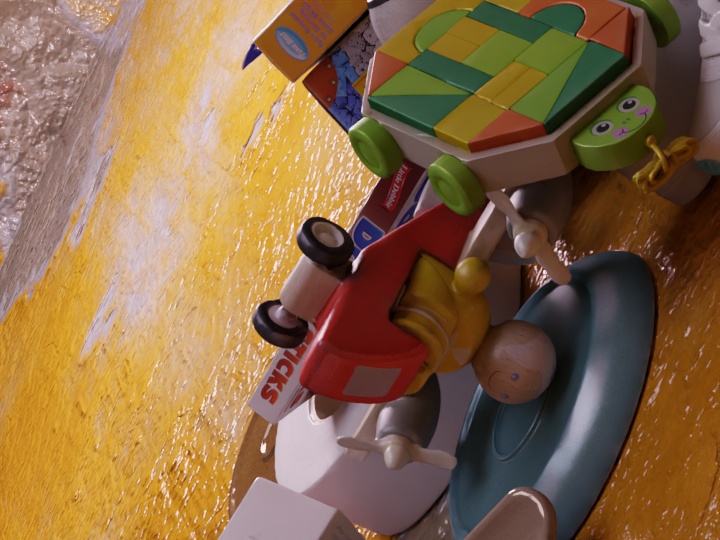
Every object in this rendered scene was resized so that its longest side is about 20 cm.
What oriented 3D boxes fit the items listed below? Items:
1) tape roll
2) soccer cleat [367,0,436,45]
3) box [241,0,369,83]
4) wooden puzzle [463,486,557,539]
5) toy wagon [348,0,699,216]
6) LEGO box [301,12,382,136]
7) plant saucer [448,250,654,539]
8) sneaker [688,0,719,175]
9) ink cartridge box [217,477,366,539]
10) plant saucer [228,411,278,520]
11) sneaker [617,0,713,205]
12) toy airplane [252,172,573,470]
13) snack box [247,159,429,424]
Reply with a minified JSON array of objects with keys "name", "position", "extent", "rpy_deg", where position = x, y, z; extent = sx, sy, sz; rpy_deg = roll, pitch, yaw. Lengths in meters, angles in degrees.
[{"name":"tape roll","position":[0.022,0.057,1.698],"extent":[0.203,0.070,0.203],"rpy_deg":[-58,17,29]},{"name":"soccer cleat","position":[0.091,-0.168,1.545],"extent":[0.199,0.087,0.070],"rpy_deg":[-34,13,-21]},{"name":"box","position":[0.010,-0.185,1.647],"extent":[0.200,0.041,0.119],"rpy_deg":[-46,2,17]},{"name":"wooden puzzle","position":[0.055,0.237,1.384],"extent":[0.185,0.046,0.201],"rpy_deg":[-52,26,44]},{"name":"toy wagon","position":[0.091,-0.092,1.387],"extent":[0.155,0.040,0.200],"rpy_deg":[-41,37,-18]},{"name":"LEGO box","position":[0.059,-0.154,1.692],"extent":[0.149,0.077,0.200],"rpy_deg":[-43,2,16]},{"name":"plant saucer","position":[0.097,0.078,1.500],"extent":[0.201,0.027,0.201],"rpy_deg":[-56,19,31]},{"name":"sneaker","position":[0.198,-0.146,1.387],"extent":[0.076,0.080,0.201],"rpy_deg":[-10,59,70]},{"name":"ink cartridge box","position":[-0.062,0.234,1.543],"extent":[0.067,0.117,0.201],"rpy_deg":[19,69,38]},{"name":"plant saucer","position":[-0.045,0.118,1.899],"extent":[0.201,0.035,0.201],"rpy_deg":[-57,19,31]},{"name":"sneaker","position":[0.169,-0.140,1.471],"extent":[0.073,0.084,0.201],"rpy_deg":[-42,27,60]},{"name":"toy airplane","position":[0.052,0.015,1.484],"extent":[0.199,0.141,0.200],"rpy_deg":[-48,-15,-9]},{"name":"snack box","position":[0.000,0.000,1.619],"extent":[0.201,0.024,0.072],"rpy_deg":[-59,-13,27]}]
